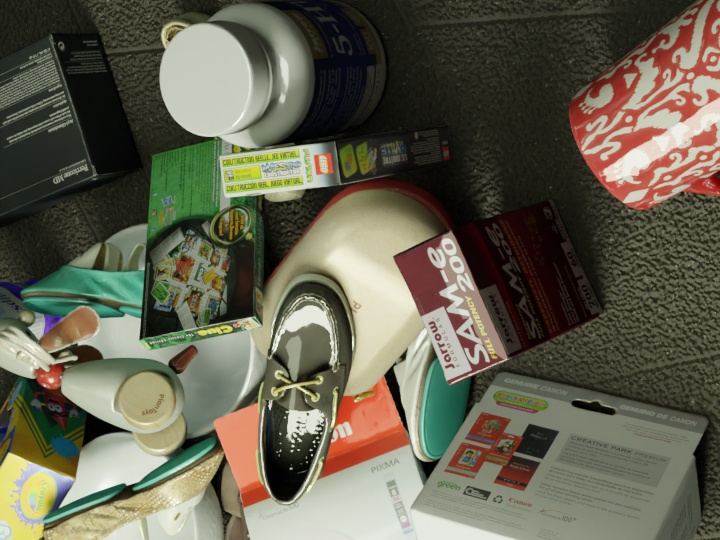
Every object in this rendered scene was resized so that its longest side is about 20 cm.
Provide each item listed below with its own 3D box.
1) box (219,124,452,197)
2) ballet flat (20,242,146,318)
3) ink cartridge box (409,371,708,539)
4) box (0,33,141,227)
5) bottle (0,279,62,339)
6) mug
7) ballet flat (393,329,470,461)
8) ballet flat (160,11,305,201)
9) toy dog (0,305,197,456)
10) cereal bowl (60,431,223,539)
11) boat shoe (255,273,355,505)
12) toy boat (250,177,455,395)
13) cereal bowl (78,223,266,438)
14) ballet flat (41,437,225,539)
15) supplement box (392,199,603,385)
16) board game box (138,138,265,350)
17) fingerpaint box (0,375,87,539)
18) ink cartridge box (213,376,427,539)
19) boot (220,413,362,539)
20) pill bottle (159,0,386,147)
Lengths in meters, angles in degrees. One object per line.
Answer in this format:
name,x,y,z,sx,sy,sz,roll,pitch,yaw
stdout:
box,-0.016,-0.091,1.387,0.110,0.200,0.035,-5,95,29
ballet flat,-0.211,0.011,1.496,0.199,0.067,0.071,4,74,29
ink cartridge box,0.170,0.185,1.381,0.199,0.176,0.084,12,136,28
box,-0.327,-0.129,1.628,0.199,0.079,0.142,-18,86,30
bottle,-0.334,0.048,1.592,0.083,0.200,0.066,23,109,25
mug,0.275,-0.120,1.260,0.200,0.133,0.178,-33,81,33
ballet flat,0.062,0.062,1.455,0.069,0.069,0.201,11,99,27
ballet flat,-0.121,-0.142,1.517,0.067,0.062,0.201,-37,81,28
toy dog,-0.225,0.078,1.485,0.200,0.097,0.132,34,158,-10
cereal bowl,-0.203,0.255,1.609,0.199,0.083,0.201,-6,80,37
boat shoe,-0.046,0.100,1.373,0.071,0.061,0.202,9,121,5
toy boat,0.000,0.000,1.419,0.130,0.131,0.200,32,124,-13
cereal bowl,-0.160,0.050,1.553,0.199,0.083,0.201,6,102,28
ballet flat,-0.194,0.215,1.519,0.199,0.071,0.066,-26,96,22
supplement box,0.113,0.013,1.332,0.061,0.200,0.109,-26,86,30
board game box,-0.132,-0.029,1.432,0.104,0.023,0.201,-13,52,16
fingerpaint box,-0.342,0.211,1.641,0.073,0.167,0.200,25,117,-17
ink cartridge box,-0.023,0.198,1.450,0.162,0.057,0.201,-22,94,4
boot,-0.062,0.197,1.545,0.146,0.070,0.201,17,99,35
pill bottle,-0.074,-0.165,1.406,0.119,0.200,0.120,6,102,28
